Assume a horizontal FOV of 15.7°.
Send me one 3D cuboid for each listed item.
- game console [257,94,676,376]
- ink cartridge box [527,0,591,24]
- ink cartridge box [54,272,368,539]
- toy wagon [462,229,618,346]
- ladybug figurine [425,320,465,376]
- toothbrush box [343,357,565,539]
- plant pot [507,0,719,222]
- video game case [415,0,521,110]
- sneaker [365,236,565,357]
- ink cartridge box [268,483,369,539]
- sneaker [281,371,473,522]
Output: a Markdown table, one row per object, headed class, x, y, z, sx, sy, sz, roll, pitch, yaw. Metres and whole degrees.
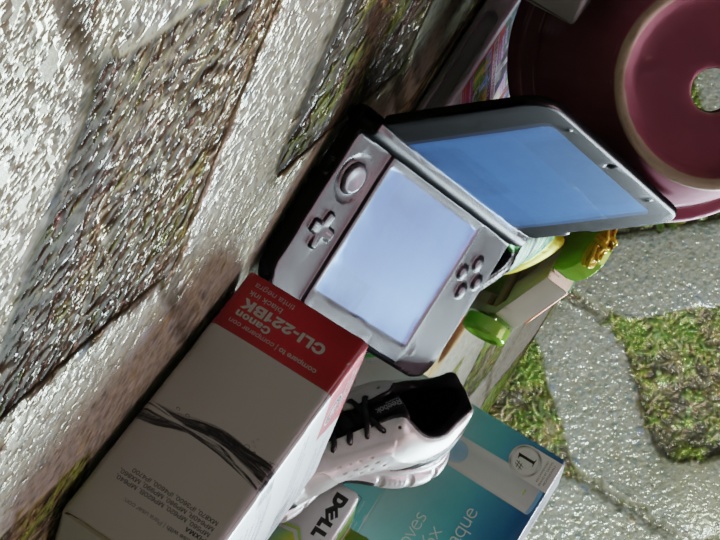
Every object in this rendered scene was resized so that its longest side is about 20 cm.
| class | x | y | z | sx | sy | sz | roll | pitch | yaw |
| --- | --- | --- | --- | --- | --- | --- | --- | --- | --- |
| game console | 0.065 | -0.016 | 1.535 | 0.176 | 0.116 | 0.200 | -57 | 144 | -1 |
| ink cartridge box | 0.154 | -0.266 | 1.541 | 0.200 | 0.083 | 0.146 | -52 | 169 | -40 |
| ink cartridge box | -0.091 | 0.124 | 1.457 | 0.200 | 0.084 | 0.145 | -54 | 171 | -37 |
| toy wagon | 0.114 | -0.022 | 1.782 | 0.200 | 0.040 | 0.156 | 13 | -108 | 55 |
| ladybug figurine | 0.063 | -0.001 | 1.980 | 0.200 | 0.072 | 0.136 | -54 | 170 | -28 |
| toothbrush box | 0.021 | 0.147 | 1.816 | 0.147 | 0.199 | 0.085 | -56 | 171 | -10 |
| plant pot | 0.200 | -0.123 | 1.607 | 0.201 | 0.199 | 0.179 | -60 | -170 | 4 |
| video game case | 0.066 | -0.108 | 1.796 | 0.183 | 0.023 | 0.200 | -57 | 171 | -12 |
| sneaker | 0.042 | -0.005 | 1.719 | 0.200 | 0.078 | 0.085 | -35 | 171 | 28 |
| ink cartridge box | -0.040 | 0.210 | 1.664 | 0.148 | 0.199 | 0.076 | -56 | 171 | -20 |
| sneaker | -0.017 | 0.101 | 1.623 | 0.199 | 0.074 | 0.080 | -13 | 155 | -35 |
